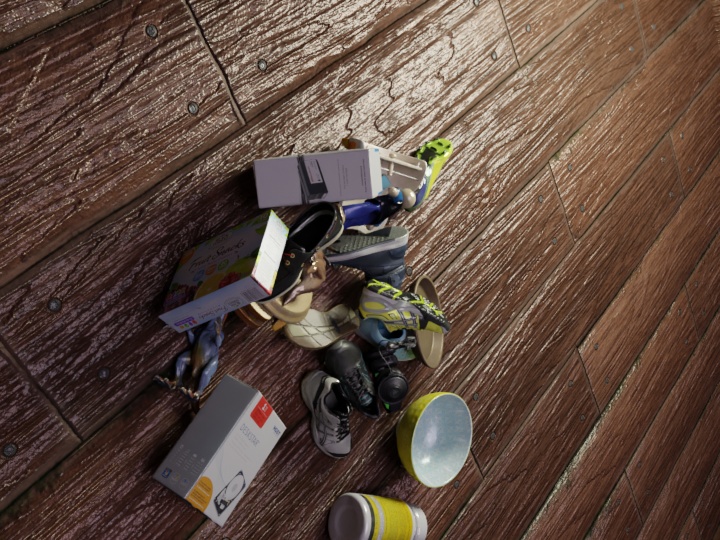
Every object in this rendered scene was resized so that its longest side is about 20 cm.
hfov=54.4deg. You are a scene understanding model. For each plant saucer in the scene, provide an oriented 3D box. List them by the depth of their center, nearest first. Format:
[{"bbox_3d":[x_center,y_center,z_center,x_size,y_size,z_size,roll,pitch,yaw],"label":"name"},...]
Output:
[{"bbox_3d":[0.138,0.111,1.511,0.200,0.029,0.202,-8,90,-67],"label":"plant saucer"}]

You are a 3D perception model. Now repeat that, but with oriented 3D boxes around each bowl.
[{"bbox_3d":[0.141,0.358,1.527,0.199,0.107,0.202,-4,97,-42],"label":"bowl"}]

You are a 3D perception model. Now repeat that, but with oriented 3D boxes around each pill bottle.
[{"bbox_3d":[0.040,0.525,1.444,0.199,0.114,0.115,21,79,-41],"label":"pill bottle"}]

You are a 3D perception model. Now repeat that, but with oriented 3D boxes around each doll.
[{"bbox_3d":[0.030,-0.118,1.332,0.199,0.137,0.049,-18,69,-35],"label":"doll"}]

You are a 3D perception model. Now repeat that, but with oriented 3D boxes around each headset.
[{"bbox_3d":[0.065,0.200,1.402,0.093,0.124,0.201,-14,142,-10],"label":"headset"}]

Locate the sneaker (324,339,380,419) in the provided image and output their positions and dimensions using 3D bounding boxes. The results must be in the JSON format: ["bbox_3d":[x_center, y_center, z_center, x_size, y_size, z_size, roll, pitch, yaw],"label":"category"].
[{"bbox_3d":[-0.006,0.214,1.371,0.075,0.079,0.201,-34,131,-9],"label":"sneaker"}]

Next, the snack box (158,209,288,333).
[{"bbox_3d":[-0.212,0.002,1.089,0.053,0.199,0.143,48,35,-33],"label":"snack box"}]

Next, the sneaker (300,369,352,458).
[{"bbox_3d":[-0.052,0.290,1.361,0.076,0.087,0.201,-38,119,-36],"label":"sneaker"}]

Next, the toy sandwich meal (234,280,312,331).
[{"bbox_3d":[-0.162,0.017,1.237,0.205,0.070,0.206,44,32,-37],"label":"toy sandwich meal"}]

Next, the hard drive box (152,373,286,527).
[{"bbox_3d":[-0.230,0.301,1.173,0.201,0.076,0.156,-57,150,-23],"label":"hard drive box"}]

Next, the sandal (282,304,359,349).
[{"bbox_3d":[-0.077,0.113,1.346,0.199,0.054,0.081,-11,68,-54],"label":"sandal"}]

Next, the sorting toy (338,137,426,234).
[{"bbox_3d":[0.013,-0.157,1.385,0.199,0.106,0.182,7,102,-48],"label":"sorting toy"}]

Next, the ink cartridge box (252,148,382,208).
[{"bbox_3d":[-0.069,-0.161,1.208,0.145,0.198,0.085,-50,136,-77],"label":"ink cartridge box"}]

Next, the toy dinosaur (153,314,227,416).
[{"bbox_3d":[-0.270,0.123,1.183,0.201,0.104,0.182,88,26,-54],"label":"toy dinosaur"}]

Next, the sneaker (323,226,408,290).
[{"bbox_3d":[0.001,0.001,1.393,0.200,0.077,0.147,-10,123,-18],"label":"sneaker"}]

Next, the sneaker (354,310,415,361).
[{"bbox_3d":[0.071,0.144,1.464,0.199,0.082,0.075,30,75,-40],"label":"sneaker"}]

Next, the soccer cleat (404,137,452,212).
[{"bbox_3d":[0.140,-0.211,1.526,0.201,0.064,0.084,-55,155,-30],"label":"soccer cleat"}]

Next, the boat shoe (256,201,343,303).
[{"bbox_3d":[-0.111,-0.032,1.134,0.201,0.074,0.063,-45,157,-10],"label":"boat shoe"}]

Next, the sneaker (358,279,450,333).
[{"bbox_3d":[0.085,0.085,1.385,0.199,0.076,0.077,23,108,-15],"label":"sneaker"}]

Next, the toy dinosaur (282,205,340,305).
[{"bbox_3d":[-0.089,-0.021,1.240,0.136,0.085,0.202,53,33,-57],"label":"toy dinosaur"}]
